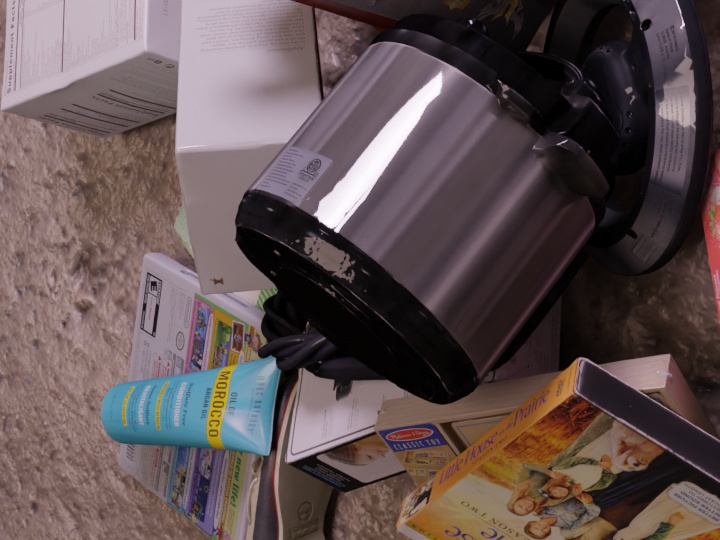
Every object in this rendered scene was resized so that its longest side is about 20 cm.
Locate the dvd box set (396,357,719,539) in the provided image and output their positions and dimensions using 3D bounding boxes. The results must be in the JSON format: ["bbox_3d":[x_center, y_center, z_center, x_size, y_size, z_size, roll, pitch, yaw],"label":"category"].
[{"bbox_3d":[0.130,0.142,0.849,0.200,0.146,0.030,-46,16,46],"label":"dvd box set"}]

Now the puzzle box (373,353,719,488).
[{"bbox_3d":[0.123,0.117,0.869,0.199,0.133,0.026,-13,38,34],"label":"puzzle box"}]

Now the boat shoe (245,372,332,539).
[{"bbox_3d":[-0.058,0.173,1.088,0.062,0.071,0.202,14,105,44],"label":"boat shoe"}]

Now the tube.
[{"bbox_3d":[-0.128,0.109,1.112,0.199,0.050,0.078,-9,71,45],"label":"tube"}]

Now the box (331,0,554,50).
[{"bbox_3d":[0.053,-0.219,0.805,0.048,0.199,0.159,51,121,40],"label":"box"}]

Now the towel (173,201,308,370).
[{"bbox_3d":[-0.067,-0.035,1.120,0.200,0.023,0.153,44,119,34],"label":"towel"}]

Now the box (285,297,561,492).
[{"bbox_3d":[0.041,0.068,0.966,0.199,0.060,0.117,-26,45,39],"label":"box"}]

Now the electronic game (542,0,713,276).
[{"bbox_3d":[0.156,-0.097,0.846,0.200,0.041,0.202,176,90,-76],"label":"electronic game"}]

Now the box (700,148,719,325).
[{"bbox_3d":[0.256,0.023,0.752,0.103,0.094,0.202,153,109,-69],"label":"box"}]

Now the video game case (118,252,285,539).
[{"bbox_3d":[-0.133,0.108,1.167,0.182,0.022,0.201,26,113,43],"label":"video game case"}]

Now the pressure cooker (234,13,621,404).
[{"bbox_3d":[0.048,-0.047,0.808,0.175,0.179,0.200,35,77,14],"label":"pressure cooker"}]

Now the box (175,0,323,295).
[{"bbox_3d":[-0.071,-0.098,0.981,0.201,0.097,0.125,-96,1,-48],"label":"box"}]

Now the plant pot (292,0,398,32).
[{"bbox_3d":[0.011,-0.246,0.924,0.200,0.195,0.202,1,91,42],"label":"plant pot"}]

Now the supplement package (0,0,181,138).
[{"bbox_3d":[-0.194,-0.192,1.163,0.199,0.109,0.115,-11,73,42],"label":"supplement package"}]

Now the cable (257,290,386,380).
[{"bbox_3d":[0.000,0.000,0.974,0.199,0.051,0.164,-7,57,52],"label":"cable"}]
